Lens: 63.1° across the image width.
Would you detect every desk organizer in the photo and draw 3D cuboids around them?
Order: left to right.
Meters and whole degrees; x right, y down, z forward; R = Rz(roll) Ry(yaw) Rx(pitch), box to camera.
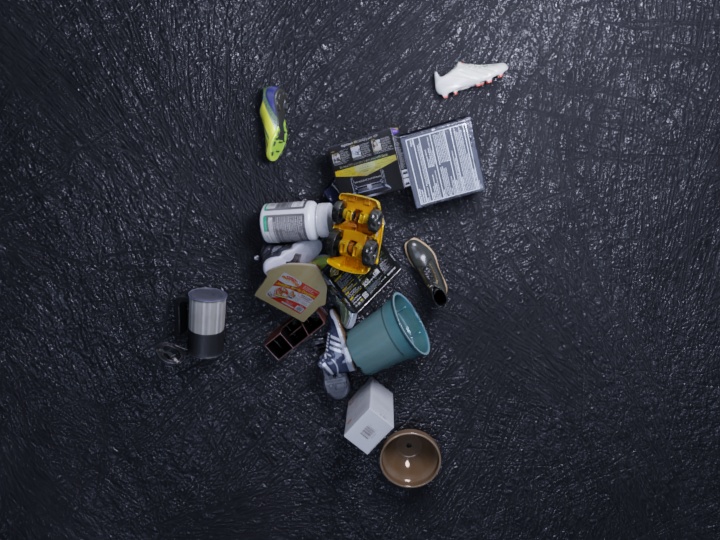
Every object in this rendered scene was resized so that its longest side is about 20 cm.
[{"bbox_3d":[-0.197,0.182,1.801,0.199,0.077,0.072,-39,102,13],"label":"desk organizer"}]

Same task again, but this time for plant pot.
[{"bbox_3d":[0.074,0.202,1.744,0.195,0.201,0.201,-32,103,19],"label":"plant pot"},{"bbox_3d":[0.160,0.590,1.901,0.197,0.093,0.204,1,108,3],"label":"plant pot"}]

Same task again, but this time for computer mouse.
[{"bbox_3d":[-0.077,0.305,1.851,0.136,0.053,0.204,-7,94,7],"label":"computer mouse"}]

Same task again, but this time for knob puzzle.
[{"bbox_3d":[-0.181,0.043,1.684,0.216,0.031,0.222,1,130,2],"label":"knob puzzle"}]

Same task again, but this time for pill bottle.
[{"bbox_3d":[-0.177,-0.139,1.670,0.196,0.113,0.115,-2,107,13],"label":"pill bottle"}]

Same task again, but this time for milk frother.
[{"bbox_3d":[-0.503,0.168,1.749,0.177,0.200,0.191,8,107,4],"label":"milk frother"}]

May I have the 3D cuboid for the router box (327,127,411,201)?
[{"bbox_3d":[0.023,-0.278,1.574,0.197,0.052,0.160,-10,99,28],"label":"router box"}]

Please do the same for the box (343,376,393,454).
[{"bbox_3d":[0.028,0.442,1.805,0.097,0.200,0.125,39,106,-9],"label":"box"}]

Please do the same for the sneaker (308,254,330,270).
[{"bbox_3d":[-0.158,0.015,1.742,0.197,0.090,0.079,-19,104,7],"label":"sneaker"}]

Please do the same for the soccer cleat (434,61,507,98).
[{"bbox_3d":[0.294,-0.527,1.570,0.197,0.069,0.079,-17,103,10],"label":"soccer cleat"}]

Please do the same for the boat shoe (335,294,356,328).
[{"bbox_3d":[-0.045,0.073,1.755,0.061,0.072,0.204,1,95,-23],"label":"boat shoe"}]

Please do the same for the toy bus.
[{"bbox_3d":[0.009,-0.108,1.599,0.134,0.192,0.203,15,105,20],"label":"toy bus"}]

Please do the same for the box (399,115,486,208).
[{"bbox_3d":[0.222,-0.299,1.611,0.195,0.123,0.203,-14,104,6],"label":"box"}]

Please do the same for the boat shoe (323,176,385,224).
[{"bbox_3d":[-0.020,-0.187,1.691,0.092,0.075,0.201,-37,94,19],"label":"boat shoe"}]

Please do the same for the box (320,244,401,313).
[{"bbox_3d":[0.000,0.000,1.707,0.200,0.049,0.160,-45,101,-16],"label":"box"}]

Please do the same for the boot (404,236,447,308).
[{"bbox_3d":[0.198,0.004,1.697,0.077,0.139,0.201,-34,101,12],"label":"boot"}]

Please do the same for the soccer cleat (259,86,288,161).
[{"bbox_3d":[-0.248,-0.411,1.642,0.083,0.064,0.203,19,114,28],"label":"soccer cleat"}]

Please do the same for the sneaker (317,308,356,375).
[{"bbox_3d":[-0.091,0.224,1.784,0.107,0.070,0.203,-17,96,7],"label":"sneaker"}]

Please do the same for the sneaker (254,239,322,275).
[{"bbox_3d":[-0.217,-0.060,1.730,0.198,0.114,0.076,-27,129,-25],"label":"sneaker"}]
